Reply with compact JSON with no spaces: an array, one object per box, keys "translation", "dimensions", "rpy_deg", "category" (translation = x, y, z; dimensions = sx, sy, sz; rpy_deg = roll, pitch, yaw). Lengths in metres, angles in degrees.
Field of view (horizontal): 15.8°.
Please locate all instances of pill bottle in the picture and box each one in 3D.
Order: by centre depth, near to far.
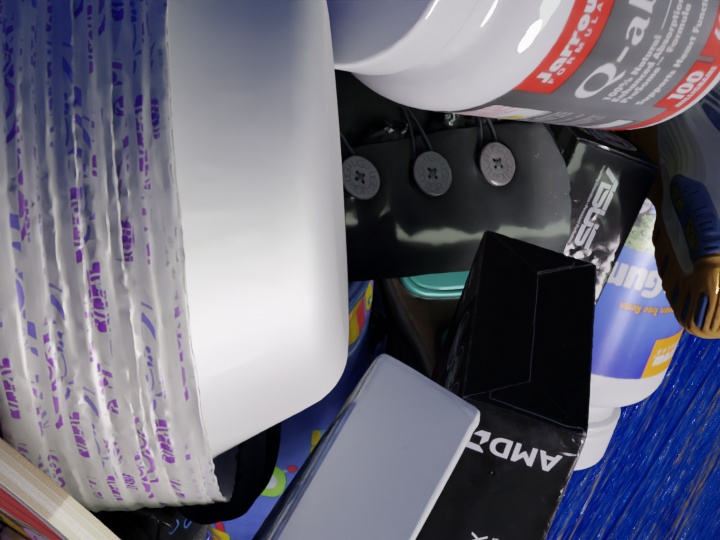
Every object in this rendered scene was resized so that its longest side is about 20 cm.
[{"translation":[0.052,-0.113,0.944],"dimensions":[0.199,0.116,0.117],"rpy_deg":[0,118,-54],"category":"pill bottle"},{"translation":[0.125,0.002,1.381],"dimensions":[0.112,0.112,0.201],"rpy_deg":[-26,139,-56],"category":"pill bottle"}]

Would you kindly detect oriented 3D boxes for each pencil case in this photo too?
[{"translation":[-0.039,0.046,1.114],"dimensions":[0.201,0.086,0.078],"rpy_deg":[92,10,-52],"category":"pencil case"}]

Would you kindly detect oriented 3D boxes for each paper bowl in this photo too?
[{"translation":[-0.058,-0.026,0.815],"dimensions":[0.201,0.103,0.202],"rpy_deg":[-4,90,-89],"category":"paper bowl"}]

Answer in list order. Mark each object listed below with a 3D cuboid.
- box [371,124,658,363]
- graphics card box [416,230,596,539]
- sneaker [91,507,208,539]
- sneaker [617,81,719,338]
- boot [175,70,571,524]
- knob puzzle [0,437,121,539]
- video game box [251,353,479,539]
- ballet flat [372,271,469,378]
[{"translation":[0.053,0.010,1.195],"dimensions":[0.201,0.044,0.160],"rpy_deg":[-66,-160,13],"category":"box"},{"translation":[0.034,0.101,0.966],"dimensions":[0.126,0.051,0.201],"rpy_deg":[-76,-175,-60],"category":"graphics card box"},{"translation":[-0.112,0.101,1.042],"dimensions":[0.112,0.073,0.200],"rpy_deg":[-54,166,-25],"category":"sneaker"},{"translation":[0.164,-0.057,1.143],"dimensions":[0.087,0.201,0.075],"rpy_deg":[-5,149,-13],"category":"sneaker"},{"translation":[0.000,-0.001,1.003],"dimensions":[0.199,0.065,0.166],"rpy_deg":[-10,90,-44],"category":"boot"},{"translation":[-0.127,0.067,0.775],"dimensions":[0.031,0.219,0.220],"rpy_deg":[-53,157,-15],"category":"knob puzzle"},{"translation":[-0.045,0.148,0.853],"dimensions":[0.201,0.047,0.183],"rpy_deg":[-59,178,-38],"category":"video game box"},{"translation":[0.033,0.023,1.092],"dimensions":[0.073,0.073,0.201],"rpy_deg":[47,30,-68],"category":"ballet flat"}]
